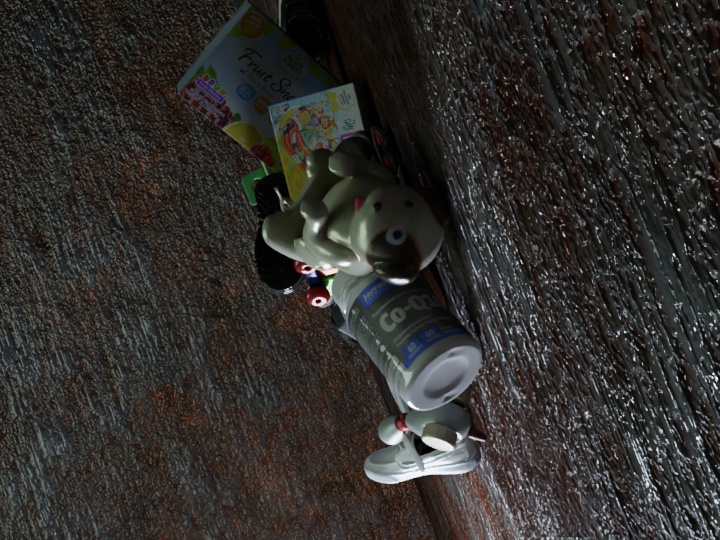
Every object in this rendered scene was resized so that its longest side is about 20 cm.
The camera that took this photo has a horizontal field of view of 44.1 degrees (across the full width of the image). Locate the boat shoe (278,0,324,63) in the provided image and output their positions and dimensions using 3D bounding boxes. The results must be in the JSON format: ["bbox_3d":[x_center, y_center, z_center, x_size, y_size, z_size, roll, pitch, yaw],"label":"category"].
[{"bbox_3d":[-0.090,-0.352,1.386,0.200,0.072,0.068,88,164,-67],"label":"boat shoe"}]

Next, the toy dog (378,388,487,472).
[{"bbox_3d":[0.112,0.230,1.301,0.096,0.132,0.200,34,171,-15],"label":"toy dog"}]

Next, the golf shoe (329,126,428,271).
[{"bbox_3d":[0.027,-0.083,1.138,0.077,0.088,0.201,101,147,-77],"label":"golf shoe"}]

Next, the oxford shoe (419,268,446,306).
[{"bbox_3d":[0.079,0.059,1.214,0.071,0.073,0.201,-123,14,-70],"label":"oxford shoe"}]

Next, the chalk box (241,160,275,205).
[{"bbox_3d":[-0.109,-0.178,1.548,0.124,0.199,0.125,82,165,-64],"label":"chalk box"}]

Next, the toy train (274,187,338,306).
[{"bbox_3d":[-0.033,-0.044,1.164,0.200,0.115,0.085,75,-174,-49],"label":"toy train"}]

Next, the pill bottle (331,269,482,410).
[{"bbox_3d":[0.051,0.068,1.112,0.200,0.114,0.114,49,163,39],"label":"pill bottle"}]

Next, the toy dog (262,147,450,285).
[{"bbox_3d":[0.008,-0.043,0.998,0.194,0.140,0.200,49,161,-23],"label":"toy dog"}]

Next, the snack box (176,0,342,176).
[{"bbox_3d":[-0.143,-0.270,1.323,0.200,0.169,0.068,38,-171,-27],"label":"snack box"}]

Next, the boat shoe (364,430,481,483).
[{"bbox_3d":[0.089,0.282,1.400,0.066,0.199,0.074,63,-154,-24],"label":"boat shoe"}]

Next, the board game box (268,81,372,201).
[{"bbox_3d":[-0.039,-0.144,1.224,0.034,0.134,0.201,-29,-73,-64],"label":"board game box"}]

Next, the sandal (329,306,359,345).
[{"bbox_3d":[-0.006,0.102,1.435,0.200,0.048,0.075,48,-164,24],"label":"sandal"}]

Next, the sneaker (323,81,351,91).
[{"bbox_3d":[-0.038,-0.177,1.321,0.067,0.108,0.202,-116,7,-47],"label":"sneaker"}]

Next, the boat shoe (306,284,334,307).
[{"bbox_3d":[0.000,0.000,1.279,0.071,0.200,0.069,1,-128,-52],"label":"boat shoe"}]

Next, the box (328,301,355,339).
[{"bbox_3d":[0.030,0.078,1.411,0.200,0.044,0.160,34,-164,-31],"label":"box"}]

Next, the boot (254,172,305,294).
[{"bbox_3d":[-0.102,-0.028,1.356,0.158,0.079,0.212,69,-166,-56],"label":"boot"}]

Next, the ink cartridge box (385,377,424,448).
[{"bbox_3d":[0.099,0.199,1.509,0.200,0.083,0.146,-119,9,-55],"label":"ink cartridge box"}]
